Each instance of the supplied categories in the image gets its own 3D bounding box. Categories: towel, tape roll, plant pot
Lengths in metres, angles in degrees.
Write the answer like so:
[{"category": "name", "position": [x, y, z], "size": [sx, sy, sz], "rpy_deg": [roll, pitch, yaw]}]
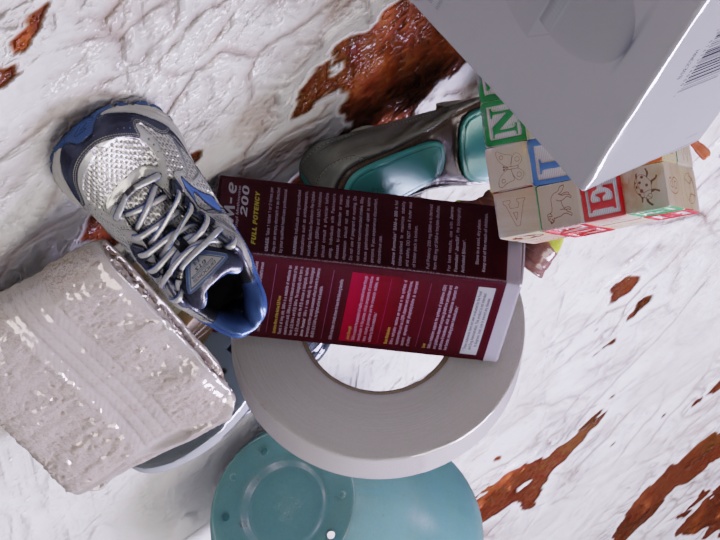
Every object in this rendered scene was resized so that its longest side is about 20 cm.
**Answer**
[{"category": "towel", "position": [-0.168, 0.065, 1.677], "size": [0.132, 0.035, 0.200], "rpy_deg": [-28, 140, 9]}, {"category": "tape roll", "position": [0.012, 0.041, 1.825], "size": [0.203, 0.203, 0.037], "rpy_deg": [-34, 159, -16]}, {"category": "plant pot", "position": [-0.026, 0.204, 2.131], "size": [0.201, 0.201, 0.161], "rpy_deg": [-42, 147, 7]}]

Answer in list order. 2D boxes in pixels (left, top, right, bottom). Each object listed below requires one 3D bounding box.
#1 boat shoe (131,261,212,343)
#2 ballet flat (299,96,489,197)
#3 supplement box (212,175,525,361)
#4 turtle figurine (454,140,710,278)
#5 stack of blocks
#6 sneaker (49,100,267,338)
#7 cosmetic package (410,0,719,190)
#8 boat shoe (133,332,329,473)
[{"category": "boat shoe", "position": [-0.157, 0.066, 1.780], "size": [0.072, 0.065, 0.200], "rpy_deg": [-37, 165, -46]}, {"category": "ballet flat", "position": [0.049, -0.087, 1.810], "size": [0.200, 0.064, 0.068], "rpy_deg": [-18, 126, -28]}, {"category": "supplement box", "position": [0.000, 0.000, 1.756], "size": [0.199, 0.061, 0.109], "rpy_deg": [6, 149, -4]}, {"category": "turtle figurine", "position": [0.150, -0.073, 1.801], "size": [0.161, 0.064, 0.200], "rpy_deg": [-51, 135, 5]}, {"category": "stack of blocks", "position": [0.135, -0.125, 1.692], "size": [0.115, 0.201, 0.059], "rpy_deg": [-10, 173, 25]}, {"category": "sneaker", "position": [-0.107, -0.026, 1.595], "size": [0.077, 0.085, 0.200], "rpy_deg": [-41, 142, 2]}, {"category": "cosmetic package", "position": [0.142, -0.194, 1.553], "size": [0.123, 0.200, 0.200], "rpy_deg": [-24, 155, -42]}, {"category": "boat shoe", "position": [-0.085, 0.074, 1.896], "size": [0.200, 0.071, 0.091], "rpy_deg": [-44, 161, -9]}]
